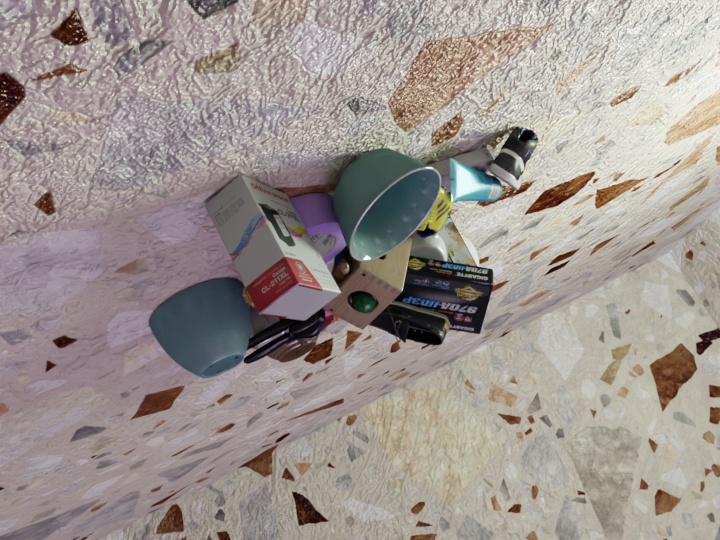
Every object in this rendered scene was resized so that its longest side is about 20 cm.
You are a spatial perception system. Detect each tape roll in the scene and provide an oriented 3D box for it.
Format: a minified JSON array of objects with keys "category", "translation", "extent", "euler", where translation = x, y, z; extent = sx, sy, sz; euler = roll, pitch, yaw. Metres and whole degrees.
[{"category":"tape roll","translation":[-0.117,-0.053,1.308],"extent":[0.197,0.066,0.201],"euler":[-25,161,-9]}]

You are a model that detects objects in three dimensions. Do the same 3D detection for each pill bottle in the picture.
[{"category":"pill bottle","translation":[-0.147,0.089,1.558],"extent":[0.197,0.116,0.115],"euler":[-23,161,-17]}]

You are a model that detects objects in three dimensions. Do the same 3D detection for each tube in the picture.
[{"category":"tube","translation":[0.214,-0.164,1.394],"extent":[0.050,0.079,0.199],"euler":[-8,176,31]}]

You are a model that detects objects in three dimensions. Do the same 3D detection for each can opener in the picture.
[{"category":"can opener","translation":[-0.157,0.124,1.464],"extent":[0.197,0.064,0.079],"euler":[-25,152,11]}]

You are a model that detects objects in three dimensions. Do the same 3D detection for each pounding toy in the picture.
[{"category":"pounding toy","translation":[0.000,0.000,1.425],"extent":[0.141,0.202,0.184],"euler":[28,136,-15]}]

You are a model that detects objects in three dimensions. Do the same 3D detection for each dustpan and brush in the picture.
[{"category":"dustpan and brush","translation":[0.145,-0.055,1.531],"extent":[0.137,0.058,0.202],"euler":[20,125,-15]}]

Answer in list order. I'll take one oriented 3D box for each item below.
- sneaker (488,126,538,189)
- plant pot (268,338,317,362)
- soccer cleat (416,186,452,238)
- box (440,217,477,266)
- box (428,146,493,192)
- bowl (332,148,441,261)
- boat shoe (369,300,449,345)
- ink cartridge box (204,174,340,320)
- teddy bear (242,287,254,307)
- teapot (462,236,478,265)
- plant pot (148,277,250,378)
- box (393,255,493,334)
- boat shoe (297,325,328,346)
[{"category":"sneaker","translation":[0.317,-0.229,1.468],"extent":[0.113,0.072,0.200],"euler":[-58,173,11]},{"category":"plant pot","translation":[-0.168,0.155,1.739],"extent":[0.198,0.094,0.201],"euler":[-25,160,-9]},{"category":"soccer cleat","translation":[0.132,-0.113,1.387],"extent":[0.084,0.065,0.200],"euler":[-46,164,-6]},{"category":"box","translation":[0.192,-0.021,1.625],"extent":[0.059,0.203,0.117],"euler":[-17,161,-25]},{"category":"box","translation":[0.155,-0.167,1.448],"extent":[0.197,0.037,0.145],"euler":[-19,159,-24]},{"category":"bowl","translation":[0.029,-0.125,1.229],"extent":[0.199,0.105,0.202],"euler":[-35,155,-19]},{"category":"boat shoe","translation":[0.088,0.112,1.521],"extent":[0.196,0.063,0.075],"euler":[12,138,3]},{"category":"ink cartridge box","translation":[-0.134,-0.033,1.122],"extent":[0.082,0.202,0.145],"euler":[-35,161,16]},{"category":"teddy bear","translation":[-0.152,0.052,1.410],"extent":[0.142,0.068,0.200],"euler":[11,-167,-1]},{"category":"teapot","translation":[0.231,0.018,1.874],"extent":[0.198,0.148,0.197],"euler":[-11,156,-44]},{"category":"plant pot","translation":[-0.292,0.126,1.413],"extent":[0.197,0.136,0.201],"euler":[-25,161,-9]},{"category":"box","translation":[0.167,0.052,1.521],"extent":[0.196,0.046,0.161],"euler":[9,135,3]},{"category":"boat shoe","translation":[-0.077,0.095,1.680],"extent":[0.199,0.060,0.071],"euler":[-39,-155,-30]}]
